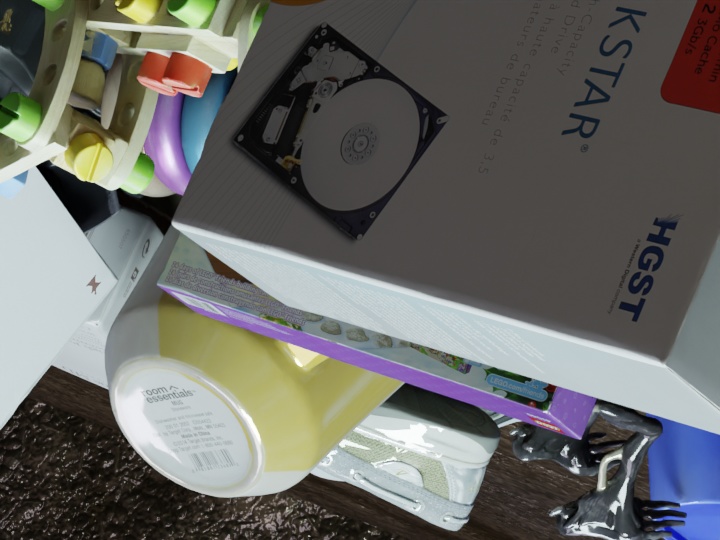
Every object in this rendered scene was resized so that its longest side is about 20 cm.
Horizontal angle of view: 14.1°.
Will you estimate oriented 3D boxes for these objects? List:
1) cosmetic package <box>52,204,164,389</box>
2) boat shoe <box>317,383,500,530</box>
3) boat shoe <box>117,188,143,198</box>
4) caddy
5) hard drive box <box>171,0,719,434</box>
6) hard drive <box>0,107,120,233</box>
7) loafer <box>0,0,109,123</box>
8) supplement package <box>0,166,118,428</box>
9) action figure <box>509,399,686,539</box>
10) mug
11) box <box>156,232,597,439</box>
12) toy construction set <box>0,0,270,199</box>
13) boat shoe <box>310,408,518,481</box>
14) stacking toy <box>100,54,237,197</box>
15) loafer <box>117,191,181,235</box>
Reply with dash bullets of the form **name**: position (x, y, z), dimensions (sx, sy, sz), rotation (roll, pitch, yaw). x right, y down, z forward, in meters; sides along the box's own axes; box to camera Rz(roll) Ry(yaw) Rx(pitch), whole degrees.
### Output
- **cosmetic package**: position (-0.153, 0.013, 1.649), dimensions (0.101, 0.074, 0.200), rotation (21, 166, 16)
- **boat shoe**: position (-0.031, 0.079, 1.498), dimensions (0.201, 0.065, 0.074), rotation (15, -164, -9)
- **boat shoe**: position (-0.177, -0.083, 1.602), dimensions (0.076, 0.061, 0.200), rotation (31, 168, -38)
- **caddy**: position (0.223, 0.088, 1.483), dimensions (0.141, 0.105, 0.200), rotation (-7, 157, 26)
- **hard drive box**: position (0.061, -0.049, 0.919), dimensions (0.200, 0.156, 0.077), rotation (15, 167, 38)
- **hard drive**: position (-0.217, -0.096, 1.505), dimensions (0.200, 0.042, 0.135), rotation (35, 163, 12)
- **loafer**: position (-0.159, -0.110, 1.403), dimensions (0.200, 0.068, 0.070), rotation (31, 177, -13)
- **supplement package**: position (-0.273, 0.000, 1.466), dimensions (0.200, 0.191, 0.147), rotation (26, 160, 34)
- **action figure**: position (0.123, 0.027, 1.364), dimensions (0.119, 0.102, 0.200), rotation (-122, 24, -46)
- **mug**: position (-0.042, 0.015, 1.368), dimensions (0.149, 0.153, 0.187), rotation (28, 139, 12)
- **box**: position (0.027, -0.024, 1.199), dimensions (0.200, 0.137, 0.039), rotation (18, 169, 32)
- **toy construction set**: position (-0.074, -0.076, 1.167), dimensions (0.200, 0.132, 0.092), rotation (15, 169, 39)
- **boat shoe**: position (0.054, 0.060, 1.650), dimensions (0.199, 0.072, 0.071), rotation (-17, 154, -10)
- **stacking toy**: position (-0.015, -0.064, 1.301), dimensions (0.199, 0.086, 0.085), rotation (9, 165, 31)
- **loafer**: position (-0.101, -0.024, 1.723), dimensions (0.199, 0.070, 0.075), rotation (21, 171, 14)
